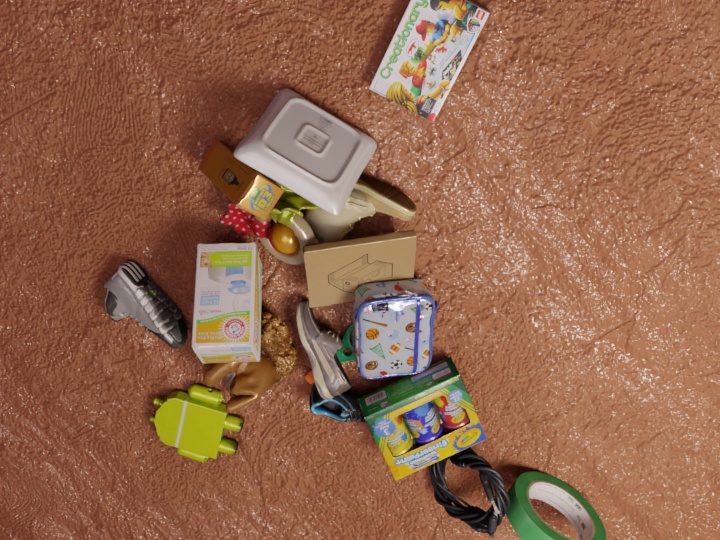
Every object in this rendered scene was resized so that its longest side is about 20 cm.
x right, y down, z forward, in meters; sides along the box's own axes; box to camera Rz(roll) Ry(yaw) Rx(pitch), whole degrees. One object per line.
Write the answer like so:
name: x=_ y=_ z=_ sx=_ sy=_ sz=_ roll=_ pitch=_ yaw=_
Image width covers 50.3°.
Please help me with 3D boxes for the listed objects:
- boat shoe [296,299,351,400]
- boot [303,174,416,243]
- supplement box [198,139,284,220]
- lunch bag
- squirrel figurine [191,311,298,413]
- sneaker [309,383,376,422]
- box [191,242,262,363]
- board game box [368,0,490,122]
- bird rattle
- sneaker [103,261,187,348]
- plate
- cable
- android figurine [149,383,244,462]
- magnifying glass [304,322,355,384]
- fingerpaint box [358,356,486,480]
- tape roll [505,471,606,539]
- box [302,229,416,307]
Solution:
boat shoe: x=-0.069 y=0.148 z=1.488 sx=0.073 sy=0.075 sz=0.201 roll=-18 pitch=95 yaw=4
boot: x=-0.010 y=-0.091 z=1.385 sx=0.199 sy=0.073 sz=0.156 roll=22 pitch=112 yaw=7
supplement box: x=-0.209 y=-0.158 z=1.321 sx=0.069 sy=0.200 sz=0.067 roll=31 pitch=97 yaw=-37
lunch bag: x=0.065 y=0.108 z=1.428 sx=0.159 sy=0.076 sz=0.201 roll=-4 pitch=126 yaw=-7
squirrel figurine: x=-0.228 y=0.149 z=1.505 sx=0.199 sy=0.142 sz=0.187 roll=-29 pitch=95 yaw=4
sneaker: x=-0.007 y=0.281 z=1.532 sx=0.199 sy=0.082 sz=0.074 roll=10 pitch=111 yaw=3
box: x=-0.240 y=0.061 z=1.401 sx=0.112 sy=0.101 sz=0.201 roll=-1 pitch=67 yaw=0
board game box: x=0.113 y=-0.366 z=1.280 sx=0.126 sy=0.035 sz=0.201 roll=26 pitch=113 yaw=-2
bird rattle: x=-0.153 y=-0.076 z=1.372 sx=0.199 sy=0.113 sz=0.163 roll=-19 pitch=111 yaw=41
sneaker: x=-0.439 y=0.088 z=1.535 sx=0.115 sy=0.075 sz=0.200 roll=-34 pitch=93 yaw=24
plate: x=-0.083 y=-0.211 z=1.289 sx=0.199 sy=0.200 sz=0.032 roll=30 pitch=141 yaw=-3
cable: x=0.206 y=0.423 z=1.516 sx=0.200 sy=0.051 sz=0.164 roll=33 pitch=130 yaw=43
android figurine: x=-0.350 y=0.325 z=1.626 sx=0.199 sy=0.041 sz=0.183 roll=16 pitch=113 yaw=2
magnifying glass: x=-0.031 y=0.164 z=1.524 sx=0.200 sy=0.022 sz=0.080 roll=-38 pitch=101 yaw=18
fingerpaint box: x=0.121 y=0.288 z=1.483 sx=0.199 sy=0.073 sz=0.167 roll=-24 pitch=115 yaw=1
tape roll: x=0.377 y=0.481 z=1.487 sx=0.200 sy=0.201 sz=0.048 roll=26 pitch=115 yaw=-2
box: x=0.000 y=0.000 z=1.384 sx=0.199 sy=0.021 sz=0.164 roll=-9 pitch=141 yaw=-6
